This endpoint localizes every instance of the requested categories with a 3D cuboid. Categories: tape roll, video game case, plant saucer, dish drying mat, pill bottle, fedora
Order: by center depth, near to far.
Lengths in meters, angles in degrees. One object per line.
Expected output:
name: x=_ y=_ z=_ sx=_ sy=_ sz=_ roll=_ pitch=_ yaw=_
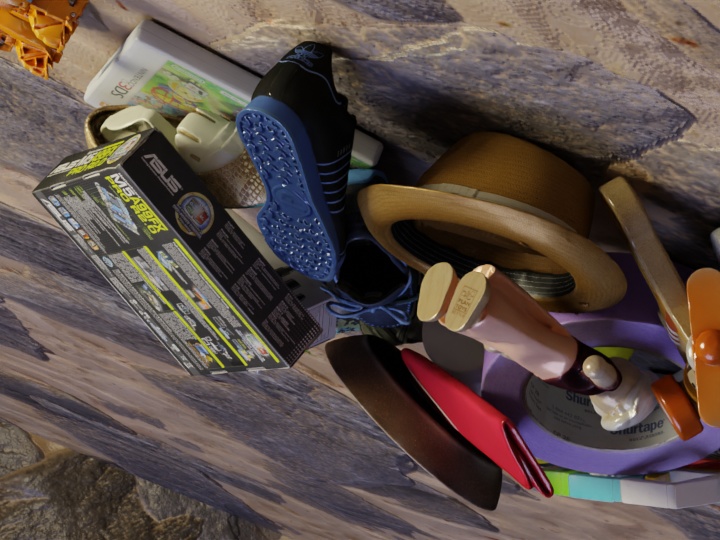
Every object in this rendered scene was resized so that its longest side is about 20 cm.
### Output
fedora: x=0.097 y=-0.040 z=1.281 sx=0.200 sy=0.082 sz=0.201 roll=20 pitch=163 yaw=6
tape roll: x=0.193 y=0.074 z=1.411 sx=0.199 sy=0.066 sz=0.201 roll=5 pitch=140 yaw=4
video game case: x=-0.101 y=-0.113 z=1.413 sx=0.199 sy=0.022 sz=0.182 roll=26 pitch=163 yaw=-15
dish drying mat: x=0.086 y=0.114 z=1.430 sx=0.077 sy=0.018 sz=0.200 roll=58 pitch=172 yaw=-22
plant saucer: x=0.053 y=0.120 z=1.571 sx=0.200 sy=0.034 sz=0.200 roll=43 pitch=-172 yaw=-7
pill bottle: x=0.132 y=0.085 z=1.577 sx=0.112 sy=0.113 sz=0.200 roll=11 pitch=160 yaw=34

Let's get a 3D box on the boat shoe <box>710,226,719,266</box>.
boat shoe: x=0.298 y=0.030 z=1.290 sx=0.200 sy=0.056 sz=0.069 roll=54 pitch=-170 yaw=-41

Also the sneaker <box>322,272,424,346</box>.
sneaker: x=0.030 y=0.013 z=1.581 sx=0.085 sy=0.077 sz=0.200 roll=4 pitch=165 yaw=22

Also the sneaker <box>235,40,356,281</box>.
sneaker: x=-0.032 y=-0.072 z=1.289 sx=0.070 sy=0.078 sz=0.200 roll=24 pitch=152 yaw=20

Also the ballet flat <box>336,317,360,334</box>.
ballet flat: x=-0.081 y=0.028 z=1.751 sx=0.199 sy=0.075 sz=0.074 roll=26 pitch=163 yaw=-12

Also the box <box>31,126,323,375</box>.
box: x=-0.140 y=-0.008 z=1.397 sx=0.200 sy=0.044 sz=0.160 roll=51 pitch=151 yaw=-18

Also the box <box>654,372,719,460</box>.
box: x=0.329 y=0.139 z=1.570 sx=0.199 sy=0.069 sz=0.082 roll=3 pitch=155 yaw=47

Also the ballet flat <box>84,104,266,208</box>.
ballet flat: x=-0.133 y=-0.090 z=1.382 sx=0.199 sy=0.071 sz=0.065 roll=6 pitch=143 yaw=35

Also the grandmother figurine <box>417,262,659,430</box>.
grandmother figurine: x=0.137 y=0.058 z=1.298 sx=0.200 sy=0.061 sz=0.121 roll=29 pitch=-178 yaw=-33

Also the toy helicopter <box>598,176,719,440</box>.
toy helicopter: x=0.214 y=0.029 z=1.247 sx=0.201 sy=0.079 sz=0.132 roll=60 pitch=-176 yaw=-7

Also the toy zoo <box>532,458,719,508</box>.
toy zoo: x=0.251 y=0.169 z=1.500 sx=0.131 sy=0.021 sz=0.200 roll=-4 pitch=-179 yaw=-36

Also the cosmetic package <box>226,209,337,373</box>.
cosmetic package: x=-0.112 y=0.000 z=1.545 sx=0.200 sy=0.082 sz=0.051 roll=38 pitch=136 yaw=36

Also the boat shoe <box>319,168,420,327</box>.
boat shoe: x=0.000 y=0.000 z=1.424 sx=0.084 sy=0.069 sz=0.200 roll=-9 pitch=149 yaw=11

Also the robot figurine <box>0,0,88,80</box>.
robot figurine: x=-0.290 y=-0.208 z=1.289 sx=0.199 sy=0.058 sz=0.145 roll=25 pitch=162 yaw=-11

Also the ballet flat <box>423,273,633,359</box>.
ballet flat: x=0.137 y=0.020 z=1.451 sx=0.199 sy=0.067 sz=0.067 roll=27 pitch=161 yaw=-10
